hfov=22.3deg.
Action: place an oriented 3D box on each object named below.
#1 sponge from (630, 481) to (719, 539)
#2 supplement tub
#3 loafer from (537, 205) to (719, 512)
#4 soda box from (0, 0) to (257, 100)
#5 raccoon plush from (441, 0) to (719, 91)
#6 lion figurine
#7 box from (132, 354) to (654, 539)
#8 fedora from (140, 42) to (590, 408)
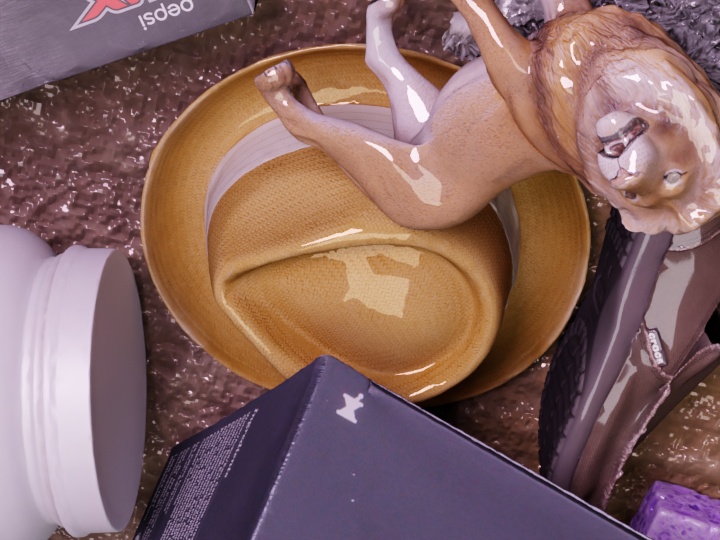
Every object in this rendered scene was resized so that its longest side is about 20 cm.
[{"bbox_3d":[0.157,0.203,0.917,0.111,0.030,0.200,19,119,-8],"label":"sponge"},{"bbox_3d":[-0.202,0.053,0.794,0.199,0.146,0.146,-1,120,4],"label":"supplement tub"},{"bbox_3d":[0.130,0.038,0.806,0.071,0.073,0.200,14,121,-5],"label":"loafer"},{"bbox_3d":[-0.142,-0.113,0.741,0.200,0.063,0.071,-17,118,12],"label":"soda box"},{"bbox_3d":[0.114,-0.073,0.690,0.134,0.200,0.097,-34,139,20],"label":"raccoon plush"},{"bbox_3d":[0.049,-0.055,0.682,0.200,0.072,0.123,-19,106,56],"label":"lion figurine"},{"bbox_3d":[0.009,0.151,0.803,0.196,0.118,0.200,30,153,-13],"label":"box"},{"bbox_3d":[0.000,0.000,0.786,0.200,0.082,0.201,2,120,3],"label":"fedora"}]
